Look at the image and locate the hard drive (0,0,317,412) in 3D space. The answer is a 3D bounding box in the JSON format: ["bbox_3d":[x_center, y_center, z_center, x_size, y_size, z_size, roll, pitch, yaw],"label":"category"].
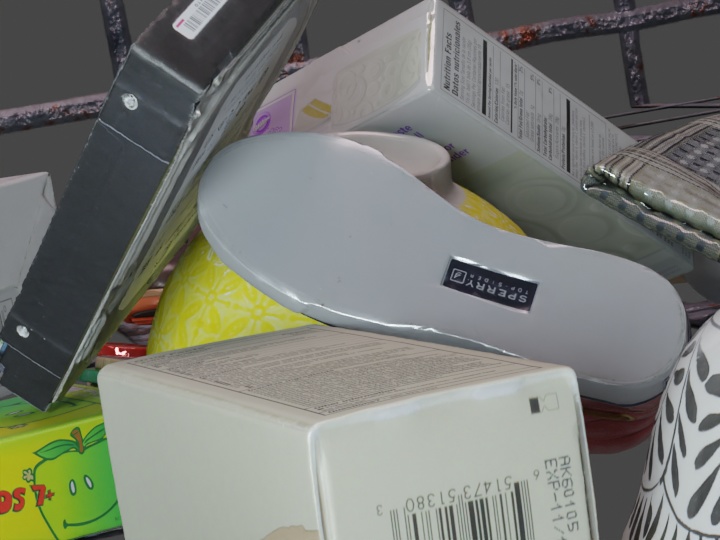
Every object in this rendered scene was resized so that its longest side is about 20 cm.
[{"bbox_3d":[-0.077,-0.048,0.879,0.200,0.038,0.140,-57,-1,43],"label":"hard drive"}]

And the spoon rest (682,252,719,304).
[{"bbox_3d":[0.238,-0.010,1.239,0.099,0.061,0.199,-1,-3,44],"label":"spoon rest"}]

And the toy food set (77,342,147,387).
[{"bbox_3d":[-0.056,0.040,1.177,0.197,0.049,0.199,-3,9,42],"label":"toy food set"}]

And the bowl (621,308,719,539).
[{"bbox_3d":[0.177,0.034,0.714,0.199,0.095,0.201,-9,6,1],"label":"bowl"}]

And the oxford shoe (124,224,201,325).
[{"bbox_3d":[-0.079,-0.016,1.144,0.071,0.073,0.200,-7,7,15],"label":"oxford shoe"}]

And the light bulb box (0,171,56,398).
[{"bbox_3d":[-0.305,0.024,1.306,0.199,0.126,0.198,-6,8,26],"label":"light bulb box"}]

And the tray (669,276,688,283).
[{"bbox_3d":[0.122,-0.024,1.260,0.098,0.037,0.200,-6,-15,24],"label":"tray"}]

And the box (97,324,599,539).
[{"bbox_3d":[-0.011,0.068,0.730,0.094,0.078,0.200,-11,7,-22],"label":"box"}]

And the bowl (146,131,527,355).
[{"bbox_3d":[0.000,0.000,0.979,0.199,0.108,0.200,-1,19,0],"label":"bowl"}]

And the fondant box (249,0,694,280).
[{"bbox_3d":[0.050,-0.040,1.092,0.144,0.059,0.200,-24,-42,38],"label":"fondant box"}]

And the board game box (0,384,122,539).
[{"bbox_3d":[-0.182,0.092,0.890,0.199,0.048,0.101,-12,8,-30],"label":"board game box"}]

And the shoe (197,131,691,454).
[{"bbox_3d":[0.030,0.015,0.867,0.199,0.072,0.091,20,-23,10],"label":"shoe"}]

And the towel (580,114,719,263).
[{"bbox_3d":[0.224,-0.024,1.044,0.199,0.035,0.192,27,21,22],"label":"towel"}]
